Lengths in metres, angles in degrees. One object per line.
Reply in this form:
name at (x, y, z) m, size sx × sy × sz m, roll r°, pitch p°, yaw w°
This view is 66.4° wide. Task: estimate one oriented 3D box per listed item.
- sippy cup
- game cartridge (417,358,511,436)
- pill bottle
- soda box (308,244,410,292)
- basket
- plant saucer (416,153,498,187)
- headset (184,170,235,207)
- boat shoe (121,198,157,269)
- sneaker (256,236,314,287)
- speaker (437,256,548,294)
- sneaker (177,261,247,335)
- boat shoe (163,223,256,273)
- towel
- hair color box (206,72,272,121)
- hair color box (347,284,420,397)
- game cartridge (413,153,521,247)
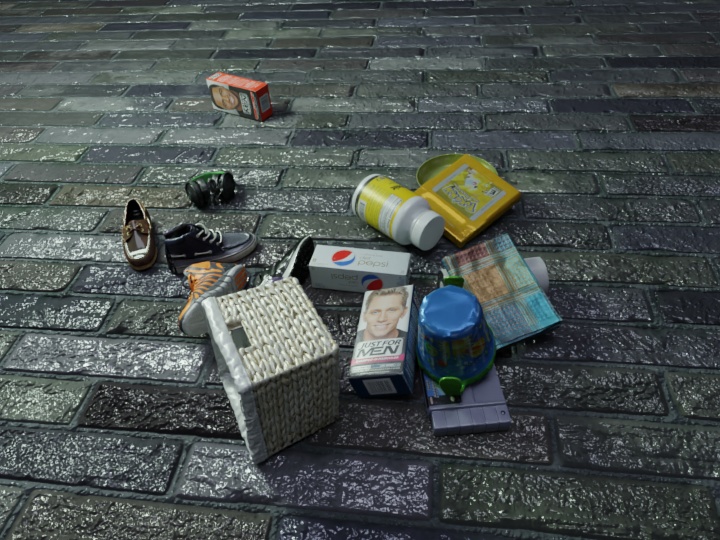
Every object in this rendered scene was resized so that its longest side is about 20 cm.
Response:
sippy cup at (0.149, 0.098, 0.888) m, size 0.139 × 0.131 × 0.178 m, roll -30°, pitch 52°, yaw -7°
game cartridge at (0.167, 0.181, 0.934) m, size 0.128 × 0.039 × 0.201 m, roll -2°, pitch 43°, yaw -3°
pill bottle at (0.084, -0.125, 1.206) m, size 0.111 × 0.112 × 0.200 m, roll -34°, pitch 51°, yaw -27°
soda box at (0.000, 0.000, 1.116) m, size 0.198 × 0.064 × 0.068 m, roll 6°, pitch 44°, yaw 10°
basket at (-0.139, 0.153, 0.876) m, size 0.160 × 0.201 × 0.198 m, roll -17°, pitch 45°, yaw -21°
plant saucer at (0.237, -0.221, 1.353) m, size 0.198 × 0.031 × 0.201 m, roll -2°, pitch 44°, yaw 2°
headset at (-0.370, -0.212, 1.349) m, size 0.123 × 0.095 × 0.200 m, roll -17°, pitch 33°, yaw -12°
boat shoe at (-0.509, -0.086, 1.247) m, size 0.070 × 0.071 × 0.200 m, roll -17°, pitch 46°, yaw -14°
sneaker at (-0.162, -0.003, 1.130) m, size 0.087 × 0.076 × 0.201 m, roll 6°, pitch 44°, yaw 19°
speaker at (0.254, 0.025, 1.056) m, size 0.198 × 0.082 × 0.082 m, roll -8°, pitch 43°, yaw -3°
sneaker at (-0.319, 0.052, 1.091) m, size 0.111 × 0.078 × 0.200 m, roll 9°, pitch 34°, yaw 20°
boat shoe at (-0.327, -0.063, 1.189) m, size 0.199 × 0.093 × 0.075 m, roll -19°, pitch 45°, yaw -15°
towel at (0.253, 0.037, 0.995) m, size 0.146 × 0.022 × 0.201 m, roll -20°, pitch 66°, yaw -10°
hair color box at (-0.370, -0.532, 1.683) m, size 0.199 × 0.102 × 0.061 m, roll 21°, pitch 49°, yaw 26°
hair color box at (0.047, 0.121, 0.970) m, size 0.099 × 0.061 × 0.201 m, roll -9°, pitch 40°, yaw 20°
game cartridge at (0.234, -0.164, 1.253) m, size 0.200 × 0.033 × 0.176 m, roll -37°, pitch 62°, yaw -20°
